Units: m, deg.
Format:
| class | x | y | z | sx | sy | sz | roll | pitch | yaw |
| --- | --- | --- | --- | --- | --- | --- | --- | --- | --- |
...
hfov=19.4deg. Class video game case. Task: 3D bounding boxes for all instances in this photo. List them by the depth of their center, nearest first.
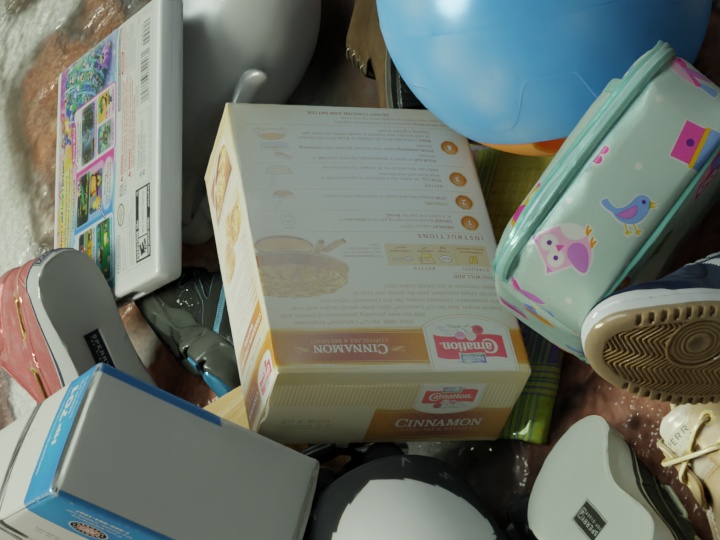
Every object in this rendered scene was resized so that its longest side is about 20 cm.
| class | x | y | z | sx | sy | sz | roll | pitch | yaw |
| --- | --- | --- | --- | --- | --- | --- | --- | --- | --- |
| video game case | -0.174 | -0.072 | 1.499 | 0.182 | 0.023 | 0.202 | -25 | 63 | 56 |

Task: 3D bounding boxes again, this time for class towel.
| class | x | y | z | sx | sy | sz | roll | pitch | yaw |
| --- | --- | --- | --- | --- | --- | --- | --- | --- | --- |
| towel | 0.082 | 0.009 | 1.301 | 0.143 | 0.023 | 0.202 | 0 | 67 | 41 |

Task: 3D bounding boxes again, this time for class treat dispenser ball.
| class | x | y | z | sx | sy | sz | roll | pitch | yaw |
| --- | --- | --- | --- | --- | --- | --- | --- | --- | --- |
| treat dispenser ball | 0.109 | -0.169 | 1.247 | 0.200 | 0.200 | 0.202 | -26 | 49 | 35 |

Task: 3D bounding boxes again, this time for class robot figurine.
| class | x | y | z | sx | sy | sz | roll | pitch | yaw |
| --- | --- | --- | --- | --- | --- | --- | --- | --- | --- |
| robot figurine | 0.033 | 0.182 | 1.171 | 0.151 | 0.124 | 0.200 | -52 | 39 | 14 |

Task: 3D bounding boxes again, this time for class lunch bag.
| class | x | y | z | sx | sy | sz | roll | pitch | yaw |
| --- | --- | --- | --- | --- | --- | --- | --- | --- | --- |
| lunch bag | 0.142 | -0.036 | 1.137 | 0.077 | 0.200 | 0.161 | 35 | 87 | 9 |

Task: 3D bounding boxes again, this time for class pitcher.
| class | x | y | z | sx | sy | sz | roll | pitch | yaw |
| --- | --- | --- | --- | --- | --- | --- | --- | --- | --- |
| pitcher | -0.102 | -0.130 | 1.523 | 0.201 | 0.121 | 0.172 | -59 | 36 | 15 |

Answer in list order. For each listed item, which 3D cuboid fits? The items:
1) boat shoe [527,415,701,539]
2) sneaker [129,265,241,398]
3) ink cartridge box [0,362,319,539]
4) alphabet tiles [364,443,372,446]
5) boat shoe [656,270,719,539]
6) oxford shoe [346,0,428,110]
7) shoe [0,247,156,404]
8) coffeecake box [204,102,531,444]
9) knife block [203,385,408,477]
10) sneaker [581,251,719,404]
| class | x | y | z | sx | sy | sz | roll | pitch | yaw |
| --- | --- | --- | --- | --- | --- | --- | --- | --- | --- |
| boat shoe | 0.140 | 0.141 | 1.121 | 0.071 | 0.063 | 0.200 | -52 | 16 | 11 |
| sneaker | -0.099 | 0.031 | 1.465 | 0.082 | 0.073 | 0.200 | -41 | 32 | -9 |
| ink cartridge box | -0.136 | 0.139 | 1.222 | 0.200 | 0.146 | 0.087 | -28 | 39 | 59 |
| alphabet tiles | 0.006 | 0.023 | 1.389 | 0.195 | 0.015 | 0.202 | -6 | 63 | 46 |
| boat shoe | 0.186 | 0.085 | 1.094 | 0.074 | 0.069 | 0.201 | 123 | 154 | -44 |
| oxford shoe | 0.030 | -0.146 | 1.433 | 0.084 | 0.072 | 0.201 | -40 | 34 | 37 |
| shoe | -0.194 | 0.084 | 1.476 | 0.091 | 0.071 | 0.202 | -13 | 99 | 56 |
| coffeecake box | 0.000 | 0.000 | 1.246 | 0.073 | 0.152 | 0.201 | 111 | 153 | -48 |
| knife block | -0.050 | 0.097 | 1.330 | 0.200 | 0.064 | 0.177 | 40 | 114 | 52 |
| sneaker | 0.195 | 0.003 | 1.070 | 0.070 | 0.198 | 0.109 | 104 | 158 | -45 |
